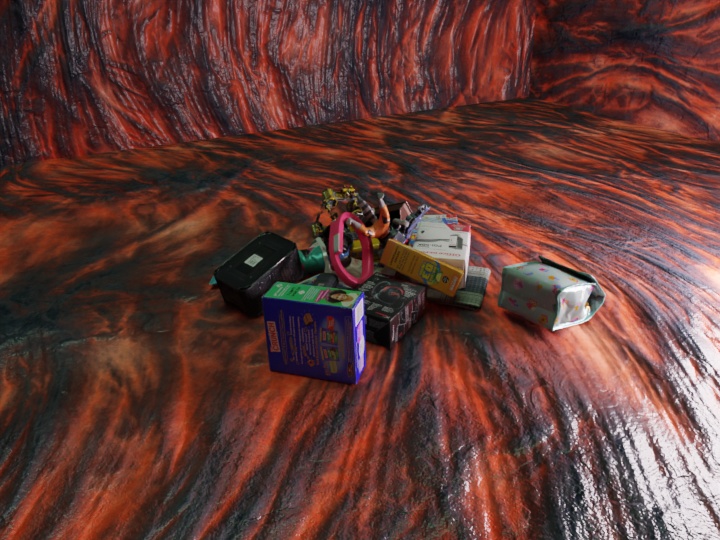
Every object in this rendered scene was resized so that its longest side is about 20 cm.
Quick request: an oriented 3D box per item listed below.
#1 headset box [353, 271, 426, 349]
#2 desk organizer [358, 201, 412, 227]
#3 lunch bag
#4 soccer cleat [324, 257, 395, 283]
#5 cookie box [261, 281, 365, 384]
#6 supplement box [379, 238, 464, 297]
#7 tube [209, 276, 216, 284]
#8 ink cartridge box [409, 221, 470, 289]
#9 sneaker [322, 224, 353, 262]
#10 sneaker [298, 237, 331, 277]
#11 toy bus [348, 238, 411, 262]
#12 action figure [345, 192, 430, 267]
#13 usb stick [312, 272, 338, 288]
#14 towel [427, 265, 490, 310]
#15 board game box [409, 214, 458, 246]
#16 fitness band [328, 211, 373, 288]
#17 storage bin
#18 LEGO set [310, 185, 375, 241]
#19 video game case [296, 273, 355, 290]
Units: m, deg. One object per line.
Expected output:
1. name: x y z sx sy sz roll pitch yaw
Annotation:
1. headset box: 0.058 0.082 1.280 0.146 0.077 0.199 15 32 29
2. desk organizer: 0.067 -0.141 1.634 0.198 0.072 0.077 -4 37 52
3. lunch bag: 0.445 0.046 1.264 0.196 0.125 0.169 -11 24 -33
4. soccer cleat: 0.000 0.000 1.446 0.194 0.080 0.070 -8 27 -10
5. cookie box: -0.092 0.124 1.110 0.194 0.176 0.075 6 25 17
6. supplement box: 0.147 -0.008 1.310 0.196 0.068 0.069 24 6 10
7. tube: -0.311 0.011 1.503 0.194 0.052 0.078 -7 21 3
8. ink cartridge box: 0.211 -0.045 1.434 0.142 0.085 0.201 4 31 12
9. sneaker: -0.061 -0.090 1.459 0.069 0.085 0.200 -13 20 6
10. sneaker: -0.153 -0.033 1.533 0.118 0.086 0.200 -14 14 -9
11. toy bus: 0.046 -0.047 1.523 0.194 0.080 0.066 -9 26 3
12. action figure: 0.077 -0.125 1.413 0.200 0.193 0.105 -45 39 1
13. usb stick: -0.094 0.054 1.249 0.054 0.033 0.201 12 24 6
14. towel: 0.225 0.038 1.411 0.195 0.035 0.193 9 32 17
15. board game box: 0.201 -0.106 1.655 0.194 0.057 0.197 -1 27 5
16. fitness band: -0.021 -0.052 1.376 0.037 0.143 0.204 -24 47 31
17. storage bin: -0.255 0.006 1.388 0.133 0.095 0.200 23 50 33
18. LEGO set: -0.059 -0.133 1.593 0.150 0.202 0.118 4 48 -31
19. video game case: -0.101 0.064 1.290 0.141 0.018 0.199 21 26 28
